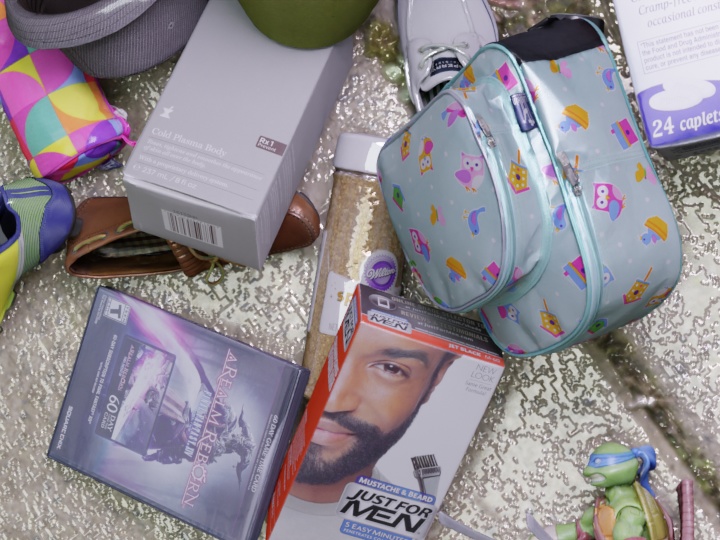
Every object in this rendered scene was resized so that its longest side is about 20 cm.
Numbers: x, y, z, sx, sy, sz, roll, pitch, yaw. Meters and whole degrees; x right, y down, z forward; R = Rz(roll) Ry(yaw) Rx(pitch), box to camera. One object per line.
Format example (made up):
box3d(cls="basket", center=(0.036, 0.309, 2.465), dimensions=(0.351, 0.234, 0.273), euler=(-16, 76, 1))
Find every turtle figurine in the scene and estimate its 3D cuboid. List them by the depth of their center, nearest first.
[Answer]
box3d(cls="turtle figurine", center=(0.158, 0.233, 1.255), dimensions=(0.144, 0.200, 0.195), euler=(-18, 92, 45))

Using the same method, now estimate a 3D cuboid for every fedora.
box3d(cls="fedora", center=(-0.166, -0.217, 1.304), dimensions=(0.176, 0.090, 0.200), euler=(5, 55, 35))

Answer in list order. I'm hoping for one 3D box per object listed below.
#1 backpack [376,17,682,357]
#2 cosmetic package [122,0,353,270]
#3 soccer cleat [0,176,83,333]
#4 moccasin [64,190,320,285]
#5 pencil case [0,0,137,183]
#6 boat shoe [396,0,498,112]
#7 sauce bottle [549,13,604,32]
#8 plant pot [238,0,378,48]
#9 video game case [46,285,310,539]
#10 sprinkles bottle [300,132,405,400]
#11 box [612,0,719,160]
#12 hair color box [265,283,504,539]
box3d(cls="backpack", center=(0.114, -0.043, 1.173), dimensions=(0.153, 0.176, 0.201), euler=(-25, 84, -30))
box3d(cls="cosmetic package", center=(-0.085, -0.113, 1.282), dimensions=(0.106, 0.090, 0.201), euler=(16, 65, 8))
box3d(cls="soccer cleat", center=(-0.293, -0.002, 1.349), dimensions=(0.200, 0.084, 0.065), euler=(-45, 59, 31))
box3d(cls="moccasin", center=(-0.128, -0.025, 1.331), dimensions=(0.200, 0.074, 0.078), euler=(-1, 48, 11))
box3d(cls="pencil case", center=(-0.246, -0.162, 1.358), dimensions=(0.088, 0.088, 0.201), euler=(-29, 84, 10))
box3d(cls="boat shoe", center=(0.071, -0.144, 1.303), dimensions=(0.073, 0.067, 0.201), euler=(-16, 87, 11))
box3d(cls="sauce bottle", center=(0.147, -0.085, 1.289), dimensions=(0.064, 0.065, 0.201), euler=(6, 94, 11))
box3d(cls="plant pot", center=(-0.035, -0.250, 1.196), dimensions=(0.186, 0.200, 0.188), euler=(1, 59, -2))
box3d(cls="video game case", center=(-0.142, 0.110, 1.345), dimensions=(0.199, 0.019, 0.143), euler=(20, 95, 30))
box3d(cls="sprinkles bottle", center=(0.000, 0.000, 1.319), dimensions=(0.068, 0.068, 0.201), euler=(10, 93, 11))
box3d(cls="box", center=(0.231, -0.186, 1.210), dimensions=(0.104, 0.184, 0.201), euler=(-14, 88, 13))
box3d(cls="hair color box", center=(0.015, 0.120, 1.269), dimensions=(0.110, 0.064, 0.201), euler=(17, 115, -10))
